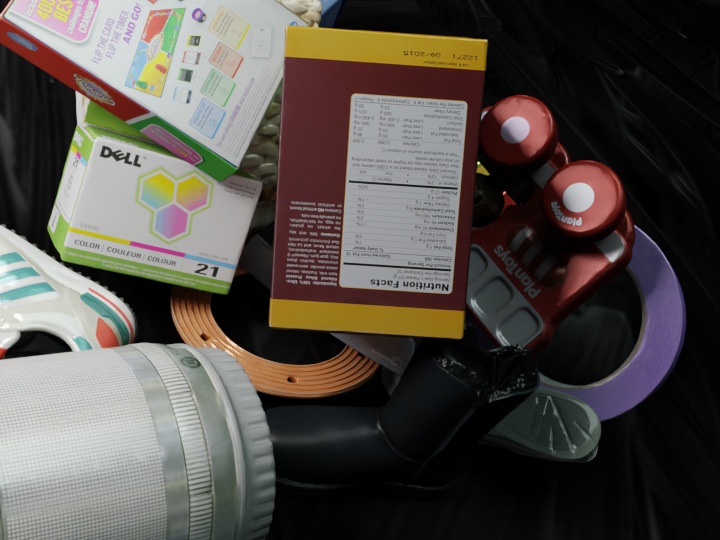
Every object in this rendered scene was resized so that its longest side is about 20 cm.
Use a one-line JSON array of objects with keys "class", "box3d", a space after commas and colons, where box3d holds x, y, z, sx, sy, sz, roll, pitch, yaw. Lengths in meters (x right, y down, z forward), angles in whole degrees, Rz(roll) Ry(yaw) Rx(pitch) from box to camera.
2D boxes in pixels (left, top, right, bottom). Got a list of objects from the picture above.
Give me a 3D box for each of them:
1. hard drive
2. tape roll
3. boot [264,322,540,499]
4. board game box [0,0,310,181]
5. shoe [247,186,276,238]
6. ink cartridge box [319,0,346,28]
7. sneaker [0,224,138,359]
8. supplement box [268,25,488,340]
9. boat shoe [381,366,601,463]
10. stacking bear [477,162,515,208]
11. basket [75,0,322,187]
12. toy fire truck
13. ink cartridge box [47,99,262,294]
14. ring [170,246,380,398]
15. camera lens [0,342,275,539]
[{"class": "hard drive", "box3d": [0.000, 0.000, 0.839, 0.200, 0.042, 0.135, 33, 51, 21]}, {"class": "tape roll", "box3d": [0.200, 0.043, 0.850, 0.200, 0.200, 0.066, 44, 10, 19]}, {"class": "boot", "box3d": [0.020, 0.104, 0.699, 0.200, 0.168, 0.077, 12, 41, -20]}, {"class": "board game box", "box3d": [-0.154, -0.187, 0.703, 0.200, 0.040, 0.153, 33, 66, -22]}, {"class": "shoe", "box3d": [-0.082, -0.076, 0.935, 0.200, 0.053, 0.070, -21, 59, -45]}, {"class": "ink cartridge box", "box3d": [-0.088, -0.287, 1.105, 0.076, 0.137, 0.200, 30, 38, -1]}, {"class": "sneaker", "box3d": [-0.274, 0.027, 0.683, 0.199, 0.070, 0.093, 28, 31, -4]}, {"class": "supplement box", "box3d": [0.009, -0.067, 0.683, 0.132, 0.201, 0.197, 4, 8, -2]}, {"class": "boat shoe", "box3d": [0.114, 0.123, 0.807, 0.202, 0.065, 0.075, 15, 69, 20]}, {"class": "stacking bear", "box3d": [0.160, -0.084, 1.016, 0.121, 0.114, 0.200, 9, 31, -25]}, {"class": "basket", "box3d": [-0.159, -0.189, 0.858, 0.200, 0.199, 0.161, -6, 29, -25]}, {"class": "toy fire truck", "box3d": [0.132, -0.041, 0.786, 0.200, 0.168, 0.112, 51, 7, 25]}, {"class": "ink cartridge box", "box3d": [-0.156, -0.097, 0.746, 0.148, 0.200, 0.076, 13, 13, -30]}, {"class": "ring", "box3d": [-0.073, 0.046, 0.816, 0.200, 0.019, 0.201, 15, 33, -10]}, {"class": "camera lens", "box3d": [-0.174, 0.129, 0.555, 0.200, 0.160, 0.160, -5, 48, -35]}]
